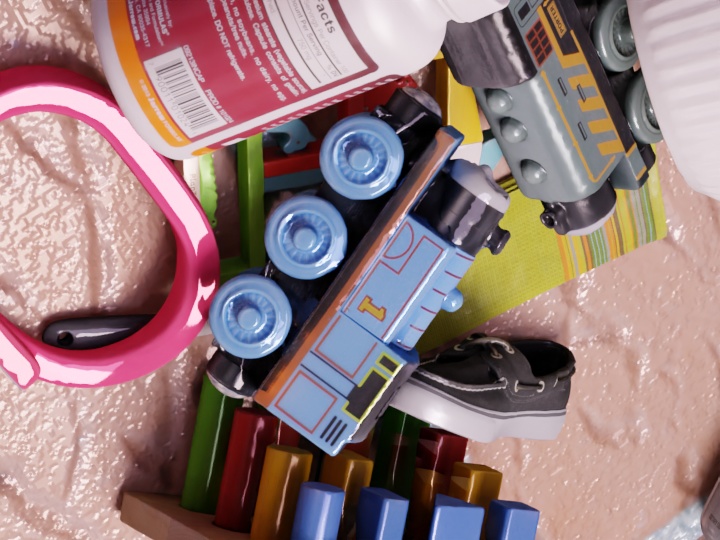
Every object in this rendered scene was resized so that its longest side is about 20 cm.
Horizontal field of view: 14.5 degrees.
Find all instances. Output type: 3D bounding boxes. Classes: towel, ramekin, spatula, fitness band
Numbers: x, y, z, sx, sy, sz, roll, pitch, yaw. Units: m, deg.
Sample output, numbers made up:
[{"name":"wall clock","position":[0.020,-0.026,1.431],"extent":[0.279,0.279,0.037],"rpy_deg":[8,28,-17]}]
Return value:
[{"name":"towel","position":[0.095,-0.015,1.702],"extent":[0.199,0.018,0.086],"rpy_deg":[-26,124,-14]},{"name":"ramekin","position":[0.221,-0.133,1.600],"extent":[0.104,0.201,0.201],"rpy_deg":[-15,128,17]},{"name":"spatula","position":[-0.086,0.028,1.622],"extent":[0.199,0.021,0.057],"rpy_deg":[-6,119,-26]},{"name":"fitness band","position":[-0.162,-0.019,1.535],"extent":[0.143,0.037,0.200],"rpy_deg":[-38,122,-3]}]

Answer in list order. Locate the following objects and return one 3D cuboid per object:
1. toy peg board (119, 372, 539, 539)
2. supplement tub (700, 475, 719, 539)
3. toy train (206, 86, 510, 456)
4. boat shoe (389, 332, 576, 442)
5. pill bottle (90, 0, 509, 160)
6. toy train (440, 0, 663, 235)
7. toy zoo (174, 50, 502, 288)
[{"name":"toy peg board","position":[-0.002,0.127,1.624],"extent":[0.199,0.199,0.098],"rpy_deg":[7,96,-32]},{"name":"supplement tub","position":[0.311,0.108,1.822],"extent":[0.122,0.123,0.201],"rpy_deg":[15,106,-34]},{"name":"toy train","position":[0.000,0.000,1.558],"extent":[0.114,0.087,0.200],"rpy_deg":[36,96,1]},{"name":"boat shoe","position":[0.072,0.064,1.672],"extent":[0.200,0.068,0.057],"rpy_deg":[8,103,-65]},{"name":"pill bottle","position":[-0.029,-0.140,1.457],"extent":[0.199,0.113,0.113],"rpy_deg":[-20,130,19]},{"name":"toy train","position":[0.107,-0.115,1.597],"extent":[0.114,0.085,0.201],"rpy_deg":[-51,131,-32]},{"name":"toy zoo","position":[-0.008,-0.064,1.605],"extent":[0.199,0.020,0.132],"rpy_deg":[-11,119,-18]}]
